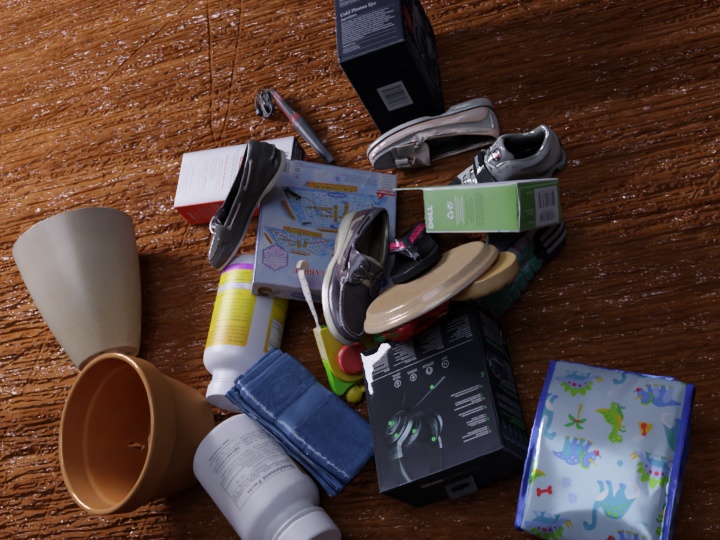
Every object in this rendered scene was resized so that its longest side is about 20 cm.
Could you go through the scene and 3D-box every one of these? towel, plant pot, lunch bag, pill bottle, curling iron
[{"bbox_3d":[-0.068,0.190,1.246,0.199,0.049,0.111,38,41,15],"label":"towel"},{"bbox_3d":[-0.403,0.042,1.452,0.184,0.187,0.203,-25,71,9],"label":"plant pot"},{"bbox_3d":[-0.287,0.220,1.294,0.197,0.139,0.205,-11,72,37],"label":"plant pot"},{"bbox_3d":[0.276,0.211,1.088,0.167,0.127,0.204,8,78,22],"label":"lunch bag"},{"bbox_3d":[-0.160,0.088,1.353,0.102,0.104,0.204,-1,63,22],"label":"pill bottle"},{"bbox_3d":[-0.115,0.286,1.224,0.114,0.115,0.200,-44,56,-4],"label":"pill bottle"},{"bbox_3d":[-0.102,-0.225,1.544,0.200,0.025,0.050,43,106,29],"label":"curling iron"}]

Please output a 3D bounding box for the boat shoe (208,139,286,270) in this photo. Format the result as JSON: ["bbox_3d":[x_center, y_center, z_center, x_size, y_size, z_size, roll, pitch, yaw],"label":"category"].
[{"bbox_3d":[-0.172,-0.093,1.337,0.202,0.056,0.067,-57,29,22],"label":"boat shoe"}]

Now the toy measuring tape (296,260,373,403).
[{"bbox_3d":[-0.026,0.076,1.289,0.072,0.074,0.204,-15,96,14],"label":"toy measuring tape"}]

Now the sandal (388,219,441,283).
[{"bbox_3d":[0.067,-0.038,1.291,0.074,0.046,0.201,-29,16,14],"label":"sandal"}]

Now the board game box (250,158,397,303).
[{"bbox_3d":[-0.048,-0.052,1.362,0.195,0.041,0.203,8,62,-9],"label":"board game box"}]

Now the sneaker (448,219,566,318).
[{"bbox_3d":[0.181,-0.006,1.293,0.199,0.075,0.087,-41,37,-9],"label":"sneaker"}]

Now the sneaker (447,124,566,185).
[{"bbox_3d":[0.183,-0.142,1.341,0.197,0.089,0.075,-30,58,8],"label":"sneaker"}]

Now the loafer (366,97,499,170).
[{"bbox_3d":[0.106,-0.185,1.409,0.196,0.072,0.064,-22,64,8],"label":"loafer"}]

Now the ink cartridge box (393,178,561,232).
[{"bbox_3d":[0.148,-0.082,1.256,0.197,0.103,0.061,1,98,42],"label":"ink cartridge box"}]

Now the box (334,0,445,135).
[{"bbox_3d":[0.043,-0.331,1.430,0.102,0.200,0.186,-15,59,16],"label":"box"}]

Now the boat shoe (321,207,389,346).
[{"bbox_3d":[0.000,0.000,1.270,0.064,0.072,0.203,-25,42,40],"label":"boat shoe"}]

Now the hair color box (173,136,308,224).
[{"bbox_3d":[-0.185,-0.138,1.509,0.196,0.061,0.104,-6,62,21],"label":"hair color box"}]

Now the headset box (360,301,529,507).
[{"bbox_3d":[0.103,0.172,1.184,0.172,0.092,0.203,-26,55,25],"label":"headset box"}]

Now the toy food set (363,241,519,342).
[{"bbox_3d":[0.091,0.027,1.196,0.198,0.198,0.049,-34,99,-10],"label":"toy food set"}]
